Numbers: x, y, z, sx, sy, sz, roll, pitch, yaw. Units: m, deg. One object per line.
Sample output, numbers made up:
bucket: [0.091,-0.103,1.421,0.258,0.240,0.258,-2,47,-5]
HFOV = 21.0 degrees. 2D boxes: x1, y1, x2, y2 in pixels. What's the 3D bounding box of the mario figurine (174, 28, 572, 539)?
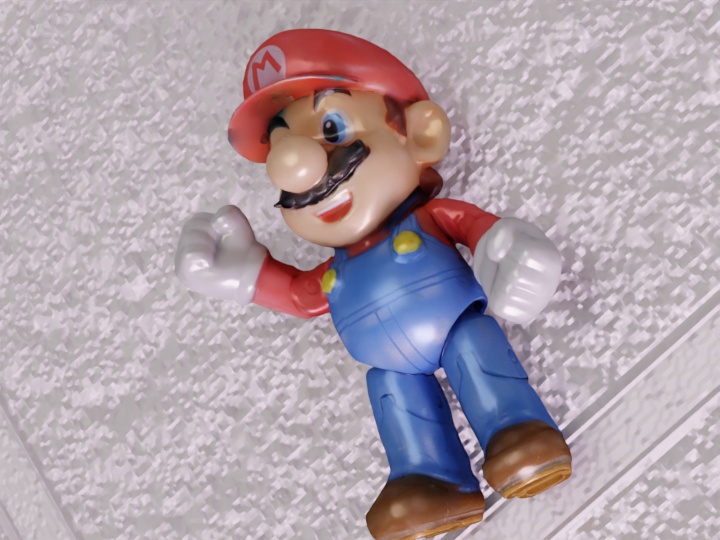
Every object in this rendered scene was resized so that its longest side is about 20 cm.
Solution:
mario figurine: [0.000,0.000,0.730,0.123,0.106,0.201,-21,75,-11]
